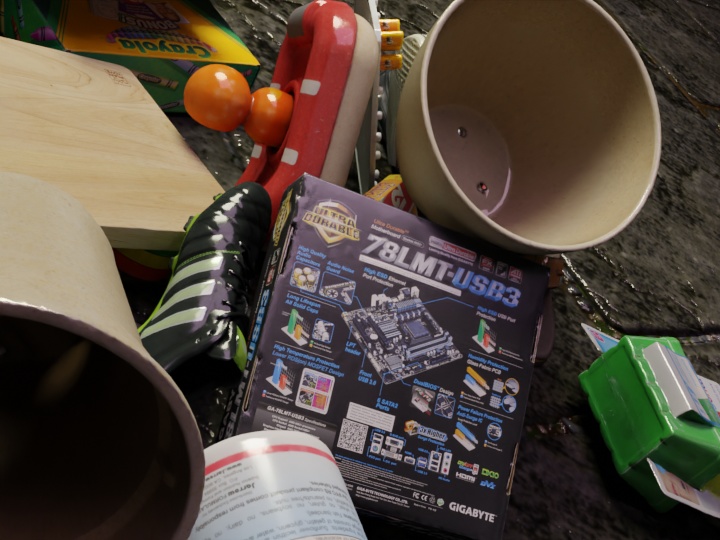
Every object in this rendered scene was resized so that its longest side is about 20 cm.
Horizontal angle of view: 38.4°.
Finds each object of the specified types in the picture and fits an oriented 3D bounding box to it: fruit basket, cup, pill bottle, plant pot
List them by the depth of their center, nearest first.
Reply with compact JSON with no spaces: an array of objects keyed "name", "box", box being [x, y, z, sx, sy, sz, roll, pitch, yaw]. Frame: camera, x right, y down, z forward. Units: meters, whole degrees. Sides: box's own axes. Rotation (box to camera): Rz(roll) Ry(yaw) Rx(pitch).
[{"name":"plant pot","box":[-0.186,0.049,0.519,0.199,0.202,0.184,16,26,-24]},{"name":"pill bottle","box":[-0.032,0.191,0.524,0.108,0.109,0.201,6,43,-35]},{"name":"cup","box":[0.104,-0.098,0.785,0.198,0.143,0.203,5,76,-22]},{"name":"fruit basket","box":[0.289,0.135,0.882,0.198,0.094,0.186,19,36,-27]}]

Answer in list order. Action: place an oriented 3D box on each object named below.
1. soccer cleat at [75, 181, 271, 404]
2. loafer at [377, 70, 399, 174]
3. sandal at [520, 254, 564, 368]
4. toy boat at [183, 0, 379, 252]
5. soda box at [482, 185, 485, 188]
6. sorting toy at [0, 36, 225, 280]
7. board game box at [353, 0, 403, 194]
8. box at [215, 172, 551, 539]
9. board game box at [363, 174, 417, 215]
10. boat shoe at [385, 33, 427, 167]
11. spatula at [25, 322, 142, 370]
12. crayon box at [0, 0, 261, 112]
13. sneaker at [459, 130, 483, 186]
[{"name":"soccer cleat","box":[-0.096,0.028,0.652,0.080,0.068,0.201,15,57,24]},{"name":"loafer","box":[0.063,-0.137,1.045,0.068,0.071,0.202,4,44,-37]},{"name":"sandal","box":[0.139,-0.005,0.837,0.081,0.055,0.201,31,41,-1]},{"name":"toy boat","box":[-0.074,-0.118,0.800,0.129,0.202,0.130,15,1,-21]},{"name":"soda box","box":[0.131,-0.012,0.949,0.063,0.070,0.201,25,35,-8]},{"name":"sorting toy","box":[-0.205,-0.071,0.717,0.199,0.070,0.199,50,25,25]},{"name":"board game box","box":[0.012,-0.171,0.936,0.026,0.202,0.201,-2,40,-4]},{"name":"box","box":[0.020,0.063,0.691,0.198,0.050,0.201,19,71,-19]},{"name":"board game box","box":[0.000,0.000,0.810,0.030,0.097,0.200,1,22,29]},{"name":"boat shoe","box":[0.058,-0.148,0.918,0.061,0.200,0.076,-1,72,-2]},{"name":"spatula","box":[-0.131,0.042,0.702,0.198,0.021,0.057,3,57,-41]},{"name":"crayon box","box":[-0.201,-0.198,0.907,0.199,0.059,0.119,-6,49,-44]},{"name":"sneaker","box":[0.135,-0.151,1.068,0.091,0.066,0.202,-48,126,-71]}]
